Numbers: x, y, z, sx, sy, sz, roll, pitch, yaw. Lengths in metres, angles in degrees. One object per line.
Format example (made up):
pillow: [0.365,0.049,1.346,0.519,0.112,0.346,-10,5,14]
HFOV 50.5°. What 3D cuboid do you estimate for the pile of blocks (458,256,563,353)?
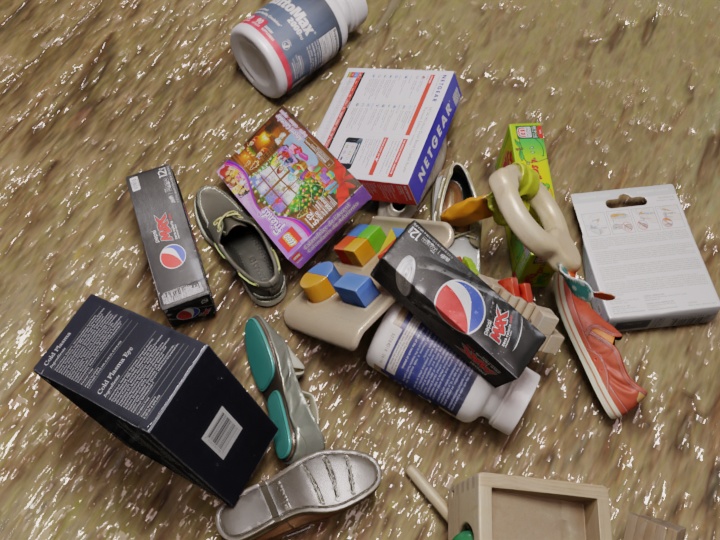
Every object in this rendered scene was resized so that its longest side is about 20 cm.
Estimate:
pile of blocks: [0.169,0.026,0.953,0.198,0.063,0.082,29,22,8]

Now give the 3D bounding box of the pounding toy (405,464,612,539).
pounding toy: [0.160,0.310,0.858,0.197,0.142,0.187,9,64,-10]

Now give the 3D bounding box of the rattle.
rattle: [0.196,-0.018,0.935,0.142,0.130,0.202,-32,85,17]

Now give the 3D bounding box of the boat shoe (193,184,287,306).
boat shoe: [-0.165,-0.046,1.038,0.072,0.061,0.203,-31,70,-16]

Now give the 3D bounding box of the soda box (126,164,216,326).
soda box: [-0.251,-0.034,1.013,0.062,0.071,0.202,-17,68,-9]

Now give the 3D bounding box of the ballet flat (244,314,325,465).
ballet flat: [-0.093,0.146,0.955,0.063,0.068,0.202,1,54,-34]

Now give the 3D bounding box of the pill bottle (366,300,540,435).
pill bottle: [0.115,0.116,0.946,0.198,0.111,0.112,29,66,12]

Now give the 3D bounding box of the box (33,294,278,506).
box: [-0.217,0.143,0.840,0.180,0.201,0.105,17,62,29]

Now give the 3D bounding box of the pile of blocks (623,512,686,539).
pile of blocks: [0.349,0.379,0.868,0.062,0.081,0.203,12,66,-45]

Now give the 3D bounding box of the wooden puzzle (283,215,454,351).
wooden puzzle: [0.000,0.000,0.970,0.200,0.184,0.046,-48,118,-19]

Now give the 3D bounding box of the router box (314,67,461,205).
router box: [0.028,-0.196,1.086,0.177,0.049,0.202,10,64,29]

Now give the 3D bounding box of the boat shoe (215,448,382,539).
boat shoe: [-0.070,0.266,0.891,0.197,0.068,0.073,-15,58,-8]

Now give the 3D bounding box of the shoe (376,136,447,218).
shoe: [0.080,-0.146,1.101,0.069,0.054,0.202,20,65,7]

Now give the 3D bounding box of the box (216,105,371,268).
box: [-0.094,-0.118,1.040,0.137,0.039,0.200,-44,58,2]

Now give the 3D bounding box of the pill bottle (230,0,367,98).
pill bottle: [-0.089,-0.367,1.164,0.119,0.120,0.200,42,69,16]

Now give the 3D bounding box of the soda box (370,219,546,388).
soda box: [0.108,0.039,0.863,0.199,0.071,0.063,41,69,2]

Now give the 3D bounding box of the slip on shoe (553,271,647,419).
slip on shoe: [0.304,0.087,0.984,0.061,0.074,0.202,-28,71,17]

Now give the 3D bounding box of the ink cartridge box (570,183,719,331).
ink cartridge box: [0.388,-0.018,1.064,0.160,0.057,0.202,-6,56,-5]

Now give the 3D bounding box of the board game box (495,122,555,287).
board game box: [0.231,-0.090,1.055,0.047,0.102,0.203,-3,64,-3]

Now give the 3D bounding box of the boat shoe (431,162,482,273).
boat shoe: [0.130,-0.052,1.048,0.073,0.069,0.203,-3,68,-7]
